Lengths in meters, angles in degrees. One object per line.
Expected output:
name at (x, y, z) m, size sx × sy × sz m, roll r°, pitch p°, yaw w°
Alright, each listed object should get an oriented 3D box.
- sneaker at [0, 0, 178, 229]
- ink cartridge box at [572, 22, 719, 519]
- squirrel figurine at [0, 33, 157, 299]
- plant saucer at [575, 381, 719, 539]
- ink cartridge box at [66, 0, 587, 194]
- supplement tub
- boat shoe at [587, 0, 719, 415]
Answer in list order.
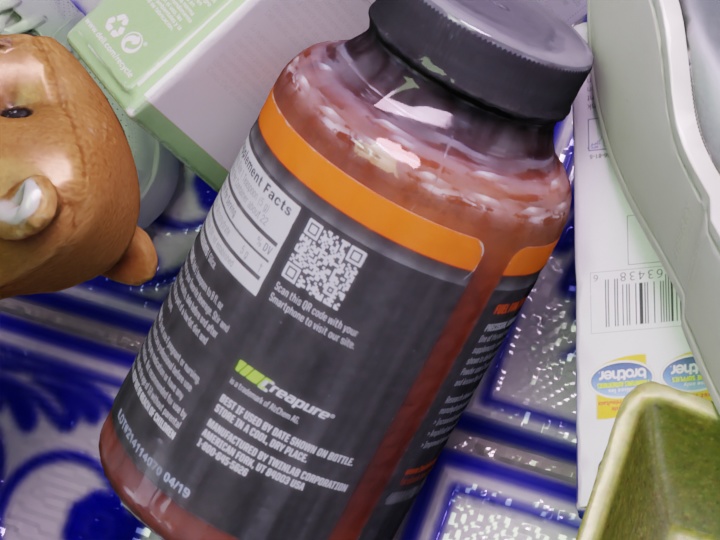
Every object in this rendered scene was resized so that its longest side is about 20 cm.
sneaker at (-0.151, -0.099, 1.023) m, size 0.074 × 0.116 × 0.200 m, roll -41°, pitch 65°, yaw 2°
ink cartridge box at (0.140, 0.016, 0.893) m, size 0.136 × 0.076 × 0.201 m, roll -6°, pitch 69°, yaw 19°
squirrel figurine at (-0.162, 0.009, 0.900) m, size 0.186 × 0.142 × 0.201 m, roll -5°, pitch 72°, yaw 14°
plant saucer at (0.138, 0.157, 0.797) m, size 0.199 × 0.048 × 0.200 m, roll 20°, pitch 63°, yaw 2°
ink cartridge box at (0.015, -0.103, 0.941) m, size 0.200 × 0.146 × 0.048 m, roll -42°, pitch 60°, yaw 4°
supplement tub at (0.000, 0.000, 0.902) m, size 0.107 × 0.107 × 0.200 m, roll 39°, pitch 112°, yaw 27°
boat shoe at (0.119, -0.037, 0.848) m, size 0.062 × 0.073 × 0.200 m, roll -7°, pitch 57°, yaw -14°
